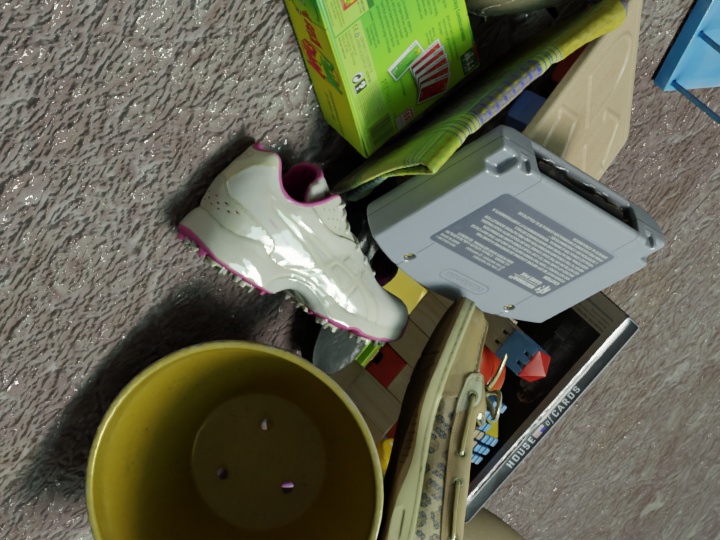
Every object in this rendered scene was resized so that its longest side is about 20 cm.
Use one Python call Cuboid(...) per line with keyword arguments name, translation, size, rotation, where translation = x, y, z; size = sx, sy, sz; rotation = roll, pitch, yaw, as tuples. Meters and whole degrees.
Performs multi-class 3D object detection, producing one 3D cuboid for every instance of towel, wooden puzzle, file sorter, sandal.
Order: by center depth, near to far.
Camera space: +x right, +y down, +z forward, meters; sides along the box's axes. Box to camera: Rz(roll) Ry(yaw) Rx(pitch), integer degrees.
Cuboid(name="towel", translation=(0.082, -0.112, 1.384), size=(0.200, 0.023, 0.143), rotation=(-39, -171, -26))
Cuboid(name="sandal", translation=(0.001, 0.000, 1.481), size=(0.075, 0.048, 0.201), rotation=(-29, 143, -31))
Cuboid(name="wooden puzzle", translation=(0.146, -0.099, 1.522), size=(0.201, 0.046, 0.186), rotation=(-58, 161, -27))
Cuboid(name="file sorter", translation=(0.352, -0.199, 1.628), size=(0.138, 0.123, 0.201), rotation=(-9, 135, -47))

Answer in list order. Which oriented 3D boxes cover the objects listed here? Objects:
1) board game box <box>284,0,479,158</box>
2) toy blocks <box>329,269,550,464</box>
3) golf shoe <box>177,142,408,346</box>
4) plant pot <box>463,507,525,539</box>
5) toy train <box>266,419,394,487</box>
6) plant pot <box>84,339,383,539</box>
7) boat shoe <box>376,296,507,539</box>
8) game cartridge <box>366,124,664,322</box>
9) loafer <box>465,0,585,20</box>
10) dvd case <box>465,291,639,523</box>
Cuboid(name="board game box", translation=(0.010, -0.166, 1.290), size=(0.101, 0.048, 0.200), rotation=(-40, 151, -12))
Cuboid(name="toy blocks", translation=(0.057, 0.086, 1.577), size=(0.200, 0.137, 0.100), rotation=(-50, 151, 7))
Cuboid(name="golf shoe", translation=(-0.026, -0.014, 1.377), size=(0.200, 0.075, 0.092), rotation=(29, 91, -44))
Cuboid(name="plant pot", translation=(0.033, 0.246, 1.628), size=(0.200, 0.200, 0.135), rotation=(-42, 126, -8))
Cuboid(name="toy train", translation=(-0.027, 0.175, 1.547), size=(0.055, 0.199, 0.151), rotation=(5, 100, -49))
Cuboid(name="plant pot", translation=(-0.078, 0.141, 1.444), size=(0.200, 0.200, 0.142), rotation=(-50, 179, 6))
Cuboid(name="boat shoe", translation=(0.057, 0.118, 1.418), size=(0.073, 0.062, 0.201), rotation=(138, -31, -77))
Cuboid(name="game cartridge", translation=(0.101, -0.025, 1.413), size=(0.133, 0.042, 0.200), rotation=(-26, 147, 30))
Cuboid(name="loafer", translation=(0.135, -0.212, 1.389), size=(0.199, 0.075, 0.070), rotation=(-14, 150, -38))
Cuboid(name="dvd case", translation=(0.108, 0.079, 1.626), size=(0.200, 0.150, 0.025), rotation=(-48, 131, 3))
